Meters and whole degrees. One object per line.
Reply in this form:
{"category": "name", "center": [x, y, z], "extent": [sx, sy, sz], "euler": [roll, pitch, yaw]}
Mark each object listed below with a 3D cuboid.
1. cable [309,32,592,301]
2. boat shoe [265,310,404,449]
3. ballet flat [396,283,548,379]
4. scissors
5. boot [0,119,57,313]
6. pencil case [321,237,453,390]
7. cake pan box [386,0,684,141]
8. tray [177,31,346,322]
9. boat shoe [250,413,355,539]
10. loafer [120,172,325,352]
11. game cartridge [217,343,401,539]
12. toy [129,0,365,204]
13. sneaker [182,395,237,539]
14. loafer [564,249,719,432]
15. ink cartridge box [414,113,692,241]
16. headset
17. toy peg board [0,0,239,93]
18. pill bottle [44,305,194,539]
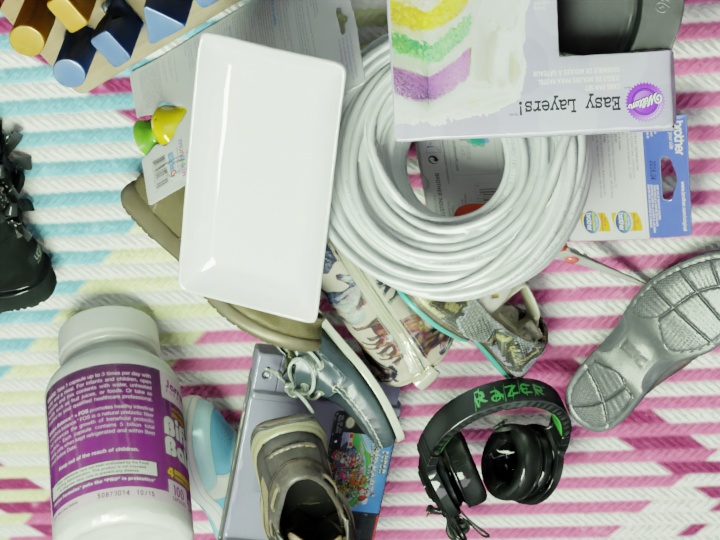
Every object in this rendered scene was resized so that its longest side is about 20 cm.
{"category": "cable", "center": [0.064, -0.079, 1.479], "extent": [0.198, 0.069, 0.202], "euler": [8, 89, 13]}
{"category": "boat shoe", "center": [-0.042, 0.065, 1.638], "extent": [0.062, 0.075, 0.200], "euler": [-39, 98, -13]}
{"category": "ballet flat", "center": [0.091, 0.024, 1.593], "extent": [0.072, 0.073, 0.200], "euler": [-16, 155, 21]}
{"category": "scissors", "center": [0.152, -0.015, 1.570], "extent": [0.199, 0.014, 0.073], "euler": [14, 155, -21]}
{"category": "boot", "center": [-0.342, -0.035, 1.646], "extent": [0.197, 0.074, 0.163], "euler": [-10, 130, 8]}
{"category": "pencil case", "center": [0.000, 0.000, 1.605], "extent": [0.077, 0.090, 0.200], "euler": [-27, 122, 13]}
{"category": "cake pan box", "center": [0.116, -0.180, 1.402], "extent": [0.198, 0.052, 0.186], "euler": [-1, 96, 11]}
{"category": "tray", "center": [-0.068, -0.065, 1.462], "extent": [0.107, 0.022, 0.201], "euler": [15, 119, 13]}
{"category": "boat shoe", "center": [-0.044, 0.198, 1.645], "extent": [0.074, 0.074, 0.201], "euler": [-16, 136, 2]}
{"category": "loafer", "center": [-0.097, -0.017, 1.574], "extent": [0.200, 0.076, 0.068], "euler": [41, 104, 16]}
{"category": "game cartridge", "center": [-0.041, 0.164, 1.718], "extent": [0.129, 0.038, 0.201], "euler": [8, 106, -10]}
{"category": "toy", "center": [-0.075, -0.132, 1.509], "extent": [0.199, 0.116, 0.047], "euler": [-25, 149, 25]}
{"category": "sneaker", "center": [-0.073, 0.171, 1.769], "extent": [0.130, 0.080, 0.201], "euler": [-7, 137, 17]}
{"category": "loafer", "center": [0.237, 0.047, 1.635], "extent": [0.072, 0.063, 0.200], "euler": [49, 121, 8]}
{"category": "ink cartridge box", "center": [0.143, -0.077, 1.550], "extent": [0.198, 0.042, 0.120], "euler": [0, 131, 13]}
{"category": "headset", "center": [0.097, 0.151, 1.708], "extent": [0.123, 0.094, 0.201], "euler": [-6, 137, -19]}
{"category": "toy peg board", "center": [-0.194, -0.215, 1.455], "extent": [0.199, 0.098, 0.199], "euler": [-26, 121, 28]}
{"category": "pill bottle", "center": [-0.193, 0.133, 1.666], "extent": [0.111, 0.201, 0.113], "euler": [-6, 147, -4]}
